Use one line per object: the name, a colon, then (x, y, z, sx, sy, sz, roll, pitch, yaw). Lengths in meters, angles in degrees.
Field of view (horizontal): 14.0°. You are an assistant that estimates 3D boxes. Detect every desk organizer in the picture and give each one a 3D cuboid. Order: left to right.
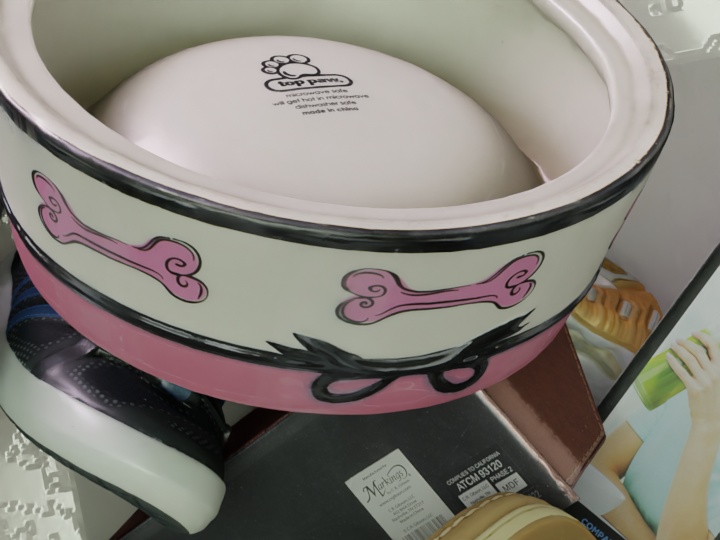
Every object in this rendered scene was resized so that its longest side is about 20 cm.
desk organizer: (-0.004, 0.068, 0.933, 0.072, 0.077, 0.200, 48, 131, -5)

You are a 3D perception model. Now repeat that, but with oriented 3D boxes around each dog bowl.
dog bowl: (-0.015, -0.035, 0.836, 0.200, 0.200, 0.074, 13, 123, 7)

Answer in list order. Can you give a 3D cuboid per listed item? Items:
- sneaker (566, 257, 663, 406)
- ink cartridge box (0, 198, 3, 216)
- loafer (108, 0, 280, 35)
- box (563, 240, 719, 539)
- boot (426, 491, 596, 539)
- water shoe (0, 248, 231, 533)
sneaker: (0.000, 0.000, 0.975, 0.200, 0.076, 0.088, 36, 110, 10)
ink cartridge box: (-0.212, -0.070, 1.015, 0.199, 0.041, 0.200, 20, 97, 5)
loafer: (-0.054, -0.089, 0.939, 0.200, 0.072, 0.063, -7, 67, -24)
box: (0.127, 0.042, 0.936, 0.060, 0.117, 0.200, 40, 102, 18)
boot: (-0.034, 0.117, 0.873, 0.200, 0.155, 0.073, -50, 132, 3)
water shoe: (-0.074, 0.014, 0.927, 0.071, 0.200, 0.079, 34, 96, -24)
